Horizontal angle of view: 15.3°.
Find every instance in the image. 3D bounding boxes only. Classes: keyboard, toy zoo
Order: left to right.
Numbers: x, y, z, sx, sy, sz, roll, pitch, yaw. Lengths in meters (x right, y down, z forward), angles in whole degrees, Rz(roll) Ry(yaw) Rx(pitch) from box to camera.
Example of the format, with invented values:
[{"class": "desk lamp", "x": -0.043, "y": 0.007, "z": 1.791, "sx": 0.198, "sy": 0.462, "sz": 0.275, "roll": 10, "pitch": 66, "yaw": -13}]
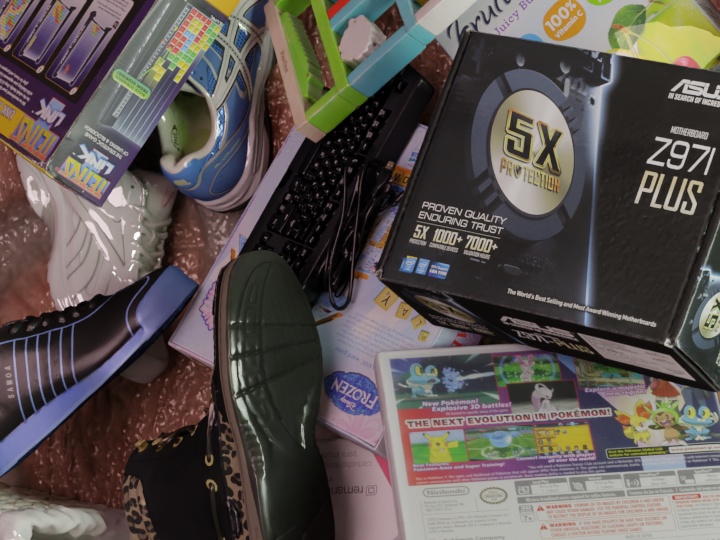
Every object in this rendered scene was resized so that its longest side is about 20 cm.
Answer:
[{"class": "keyboard", "x": -0.023, "y": -0.050, "z": 1.679, "sx": 0.104, "sy": 0.040, "sz": 0.200, "roll": 22, "pitch": 81, "yaw": 43}, {"class": "toy zoo", "x": 0.023, "y": -0.187, "z": 1.694, "sx": 0.200, "sy": 0.020, "sz": 0.131, "roll": -41, "pitch": 40, "yaw": 22}]

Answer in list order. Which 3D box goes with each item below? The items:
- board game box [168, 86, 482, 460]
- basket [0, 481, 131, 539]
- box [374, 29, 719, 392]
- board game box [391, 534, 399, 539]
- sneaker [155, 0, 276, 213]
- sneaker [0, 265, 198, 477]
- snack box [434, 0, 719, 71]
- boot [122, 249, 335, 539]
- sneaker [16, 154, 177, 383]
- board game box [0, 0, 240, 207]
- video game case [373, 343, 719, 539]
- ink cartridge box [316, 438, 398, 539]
[{"class": "board game box", "x": 0.000, "y": 0.000, "z": 1.689, "sx": 0.200, "sy": 0.041, "sz": 0.200, "roll": 25, "pitch": 82, "yaw": 42}, {"class": "basket", "x": -0.241, "y": 0.239, "z": 1.755, "sx": 0.161, "sy": 0.198, "sz": 0.200, "roll": 13, "pitch": 91, "yaw": 30}, {"class": "box", "x": 0.133, "y": -0.036, "z": 1.542, "sx": 0.200, "sy": 0.086, "sz": 0.164, "roll": 14, "pitch": 76, "yaw": 32}, {"class": "board game box", "x": 0.037, "y": 0.274, "z": 1.571, "sx": 0.200, "sy": 0.026, "sz": 0.200, "roll": -42, "pitch": 76, "yaw": 25}, {"class": "sneaker", "x": -0.100, "y": -0.142, "z": 1.786, "sx": 0.076, "sy": 0.077, "sz": 0.200, "roll": -9, "pitch": 78, "yaw": 28}, {"class": "sneaker", "x": -0.199, "y": 0.053, "z": 1.743, "sx": 0.200, "sy": 0.070, "sz": 0.078, "roll": -41, "pitch": 90, "yaw": 8}, {"class": "snack box", "x": 0.130, "y": -0.159, "z": 1.681, "sx": 0.142, "sy": 0.053, "sz": 0.200, "roll": -45, "pitch": 67, "yaw": 17}, {"class": "boot", "x": -0.092, "y": 0.094, "z": 1.652, "sx": 0.154, "sy": 0.073, "sz": 0.204, "roll": -6, "pitch": 92, "yaw": 50}, {"class": "sneaker", "x": -0.162, "y": -0.024, "z": 1.809, "sx": 0.099, "sy": 0.078, "sz": 0.200, "roll": -27, "pitch": 74, "yaw": 19}, {"class": "board game box", "x": -0.186, "y": -0.150, "z": 1.780, "sx": 0.165, "sy": 0.057, "sz": 0.200, "roll": -57, "pitch": 37, "yaw": 1}, {"class": "video game case", "x": 0.116, "y": 0.116, "z": 1.547, "sx": 0.200, "sy": 0.023, "sz": 0.182, "roll": -3, "pitch": 49, "yaw": -6}, {"class": "ink cartridge box", "x": 0.027, "y": 0.205, "z": 1.681, "sx": 0.145, "sy": 0.084, "sz": 0.200, "roll": -5, "pitch": 83, "yaw": 28}]
